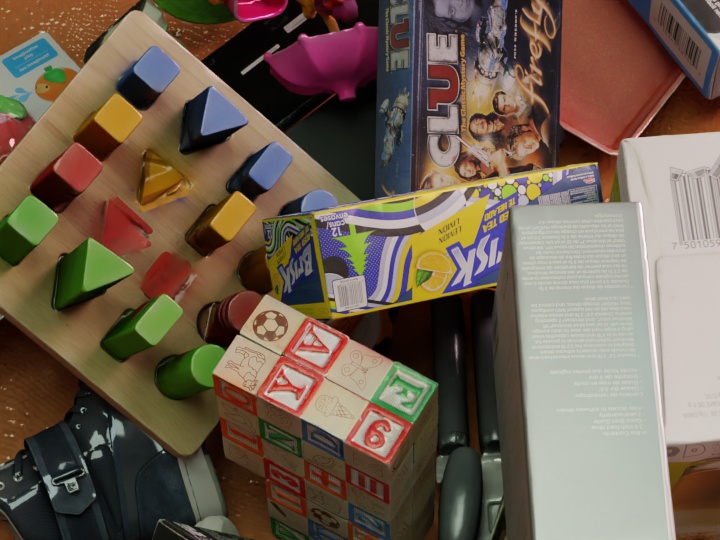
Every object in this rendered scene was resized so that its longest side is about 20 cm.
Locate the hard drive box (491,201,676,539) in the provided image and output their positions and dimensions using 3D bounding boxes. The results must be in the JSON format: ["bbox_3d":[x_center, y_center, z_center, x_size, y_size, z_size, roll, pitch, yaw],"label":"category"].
[{"bbox_3d":[0.119,0.085,1.257,0.077,0.156,0.200,-1,65,-1],"label":"hard drive box"}]

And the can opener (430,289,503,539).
[{"bbox_3d":[0.073,0.097,1.428,0.053,0.066,0.200,-2,56,2],"label":"can opener"}]

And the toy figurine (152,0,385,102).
[{"bbox_3d":[-0.035,-0.200,1.464,0.150,0.200,0.184,-14,44,-29],"label":"toy figurine"}]

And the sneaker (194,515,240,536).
[{"bbox_3d":[-0.133,0.234,1.355,0.088,0.075,0.200,7,61,21],"label":"sneaker"}]

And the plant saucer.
[{"bbox_3d":[0.152,-0.186,1.598,0.200,0.037,0.200,31,66,19],"label":"plant saucer"}]

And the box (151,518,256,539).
[{"bbox_3d":[-0.014,0.218,1.246,0.200,0.164,0.086,20,93,55],"label":"box"}]

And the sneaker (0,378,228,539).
[{"bbox_3d":[-0.182,0.082,1.415,0.146,0.077,0.202,-18,79,-7],"label":"sneaker"}]

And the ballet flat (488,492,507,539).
[{"bbox_3d":[0.088,0.193,1.331,0.067,0.064,0.200,15,74,12],"label":"ballet flat"}]

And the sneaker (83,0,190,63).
[{"bbox_3d":[-0.129,-0.116,1.504,0.077,0.089,0.200,-44,22,15],"label":"sneaker"}]

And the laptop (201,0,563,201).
[{"bbox_3d":[0.009,-0.116,1.551,0.177,0.103,0.200,-37,39,0],"label":"laptop"}]

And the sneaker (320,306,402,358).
[{"bbox_3d":[0.000,0.000,1.469,0.092,0.076,0.200,13,58,49],"label":"sneaker"}]

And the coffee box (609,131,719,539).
[{"bbox_3d":[0.255,0.047,1.368,0.200,0.198,0.200,-3,62,-1],"label":"coffee box"}]

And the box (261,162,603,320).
[{"bbox_3d":[0.046,-0.017,1.346,0.200,0.070,0.064,-10,93,-29],"label":"box"}]

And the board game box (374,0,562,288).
[{"bbox_3d":[0.069,-0.088,1.436,0.135,0.035,0.200,1,89,-42],"label":"board game box"}]

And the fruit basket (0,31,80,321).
[{"bbox_3d":[-0.237,-0.064,1.512,0.185,0.094,0.200,-33,61,-15],"label":"fruit basket"}]

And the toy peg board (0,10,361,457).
[{"bbox_3d":[-0.111,-0.028,1.352,0.200,0.098,0.199,41,72,-10],"label":"toy peg board"}]

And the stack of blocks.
[{"bbox_3d":[-0.018,0.107,1.342,0.115,0.200,0.059,26,65,15],"label":"stack of blocks"}]

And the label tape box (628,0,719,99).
[{"bbox_3d":[0.282,-0.225,1.558,0.200,0.066,0.143,-29,64,-12],"label":"label tape box"}]
